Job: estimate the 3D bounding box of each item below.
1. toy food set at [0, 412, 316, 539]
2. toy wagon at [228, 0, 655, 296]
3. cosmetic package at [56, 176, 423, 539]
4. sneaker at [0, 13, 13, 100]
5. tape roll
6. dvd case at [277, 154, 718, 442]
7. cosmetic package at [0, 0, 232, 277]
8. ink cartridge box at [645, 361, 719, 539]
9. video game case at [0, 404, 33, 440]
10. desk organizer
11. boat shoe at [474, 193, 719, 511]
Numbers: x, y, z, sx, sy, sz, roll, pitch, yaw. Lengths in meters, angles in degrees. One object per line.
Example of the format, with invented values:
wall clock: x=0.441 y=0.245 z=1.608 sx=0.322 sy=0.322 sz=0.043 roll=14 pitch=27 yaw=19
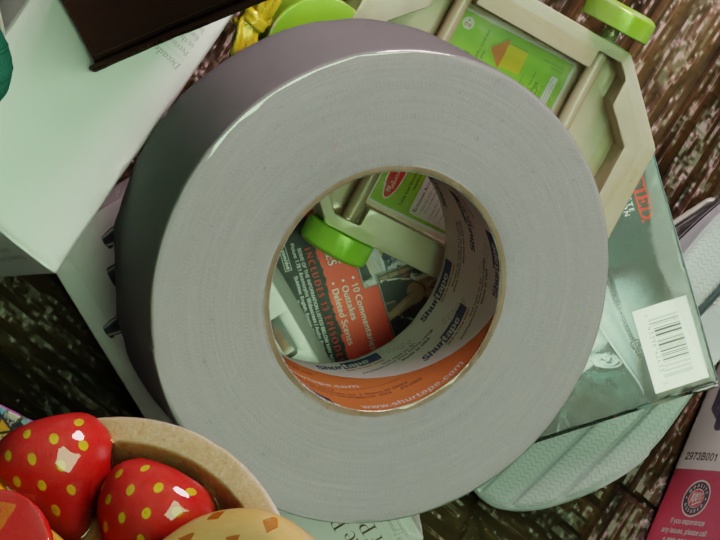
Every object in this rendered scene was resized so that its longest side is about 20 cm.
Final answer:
toy food set: x=-0.113 y=0.144 z=1.047 sx=0.198 sy=0.200 sz=0.049 roll=-44 pitch=145 yaw=-5
toy wagon: x=0.031 y=-0.072 z=1.214 sx=0.199 sy=0.040 sz=0.156 roll=26 pitch=96 yaw=-20
cosmetic package: x=-0.056 y=0.050 z=1.236 sx=0.082 sy=0.051 sz=0.201 roll=-30 pitch=102 yaw=6
sneaker: x=-0.173 y=-0.123 z=1.122 sx=0.080 sy=0.200 sz=0.072 roll=-22 pitch=127 yaw=-21
tape roll: x=0.000 y=0.000 z=1.160 sx=0.199 sy=0.066 sz=0.202 roll=-6 pitch=108 yaw=-18
dvd case: x=0.049 y=0.013 z=1.278 sx=0.199 sy=0.022 sz=0.147 roll=-18 pitch=97 yaw=0
cosmetic package: x=-0.122 y=-0.098 z=1.190 sx=0.081 sy=0.113 sz=0.201 roll=37 pitch=75 yaw=-20
ink cartridge box: x=0.237 y=0.065 z=1.341 sx=0.084 sy=0.145 sz=0.201 roll=29 pitch=77 yaw=-22
video game case: x=-0.232 y=0.112 z=1.130 sx=0.199 sy=0.036 sz=0.182 roll=25 pitch=77 yaw=4
desk organizer: x=-0.060 y=-0.138 z=1.052 sx=0.072 sy=0.200 sz=0.077 roll=-34 pitch=100 yaw=-22
boat shoe: x=0.131 y=0.039 z=1.331 sx=0.200 sy=0.071 sz=0.072 roll=-40 pitch=97 yaw=3
